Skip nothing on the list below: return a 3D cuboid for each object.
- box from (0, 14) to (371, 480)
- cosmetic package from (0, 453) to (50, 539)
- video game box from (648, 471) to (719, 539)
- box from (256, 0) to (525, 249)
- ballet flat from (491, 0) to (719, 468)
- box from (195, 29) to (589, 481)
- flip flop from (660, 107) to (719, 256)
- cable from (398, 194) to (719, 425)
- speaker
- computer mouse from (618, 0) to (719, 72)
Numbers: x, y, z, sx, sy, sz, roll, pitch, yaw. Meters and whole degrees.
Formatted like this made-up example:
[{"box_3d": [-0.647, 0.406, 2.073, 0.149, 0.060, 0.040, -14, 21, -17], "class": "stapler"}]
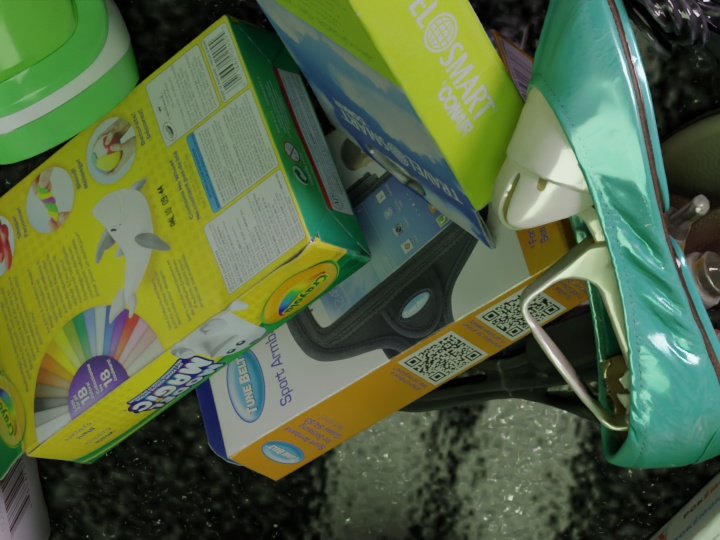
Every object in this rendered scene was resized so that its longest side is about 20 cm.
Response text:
[{"box_3d": [-0.096, -0.003, 1.115, 0.200, 0.048, 0.118, -34, 61, 26], "class": "box"}, {"box_3d": [-0.255, 0.100, 1.216, 0.199, 0.081, 0.113, -1, 116, 11], "class": "cosmetic package"}, {"box_3d": [0.229, 0.162, 1.185, 0.200, 0.047, 0.182, 37, 118, -9], "class": "video game box"}, {"box_3d": [-0.003, -0.106, 1.008, 0.048, 0.122, 0.200, -42, 137, -8], "class": "box"}, {"box_3d": [0.089, -0.012, 0.992, 0.070, 0.067, 0.201, -21, 105, -7], "class": "ballet flat"}, {"box_3d": [0.000, 0.000, 1.103, 0.199, 0.120, 0.041, -31, 144, 20], "class": "box"}, {"box_3d": [0.116, -0.007, 1.112, 0.199, 0.058, 0.081, -21, 111, 19], "class": "flip flop"}, {"box_3d": [0.085, 0.036, 1.104, 0.199, 0.050, 0.098, -17, 102, 43], "class": "cable"}, {"box_3d": [-0.171, -0.147, 1.078, 0.088, 0.089, 0.201, -23, 110, 19], "class": "speaker"}, {"box_3d": [0.176, -0.080, 1.038, 0.199, 0.139, 0.053, 20, 111, -13], "class": "computer mouse"}]
